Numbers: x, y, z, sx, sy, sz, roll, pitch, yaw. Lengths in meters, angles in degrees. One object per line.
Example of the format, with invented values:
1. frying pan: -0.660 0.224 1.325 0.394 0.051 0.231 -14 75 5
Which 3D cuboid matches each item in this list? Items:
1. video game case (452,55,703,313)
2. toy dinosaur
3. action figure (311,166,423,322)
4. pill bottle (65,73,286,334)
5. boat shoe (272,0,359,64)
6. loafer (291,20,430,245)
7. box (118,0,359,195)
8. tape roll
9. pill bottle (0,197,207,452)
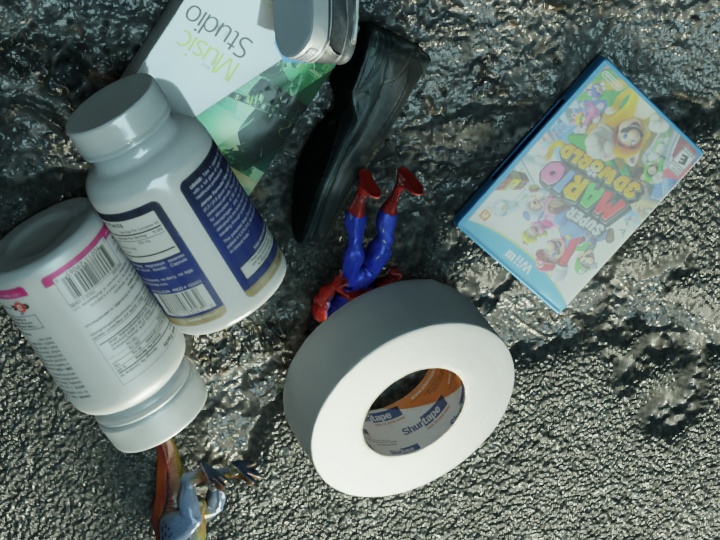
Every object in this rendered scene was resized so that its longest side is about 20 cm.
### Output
1. video game case: 0.199 -0.076 1.686 0.143 0.018 0.200 39 96 -26
2. toy dinosaur: -0.159 0.248 1.695 0.200 0.105 0.182 41 112 11
3. action figure: 0.000 0.000 1.615 0.065 0.052 0.200 -10 140 -29
4. pill bottle: -0.152 -0.056 1.502 0.111 0.111 0.200 -32 117 -3
5. boat shoe: -0.028 -0.266 1.505 0.068 0.072 0.200 4 83 -41
6. loafer: -0.001 -0.109 1.588 0.072 0.073 0.200 16 106 -26
7. box: -0.114 -0.160 1.552 0.144 0.036 0.200 30 101 -24
8. tape roll: 0.034 0.106 1.645 0.200 0.066 0.200 -18 134 -19
9. pill bottle: -0.218 0.049 1.559 0.113 0.113 0.200 -31 115 -3
